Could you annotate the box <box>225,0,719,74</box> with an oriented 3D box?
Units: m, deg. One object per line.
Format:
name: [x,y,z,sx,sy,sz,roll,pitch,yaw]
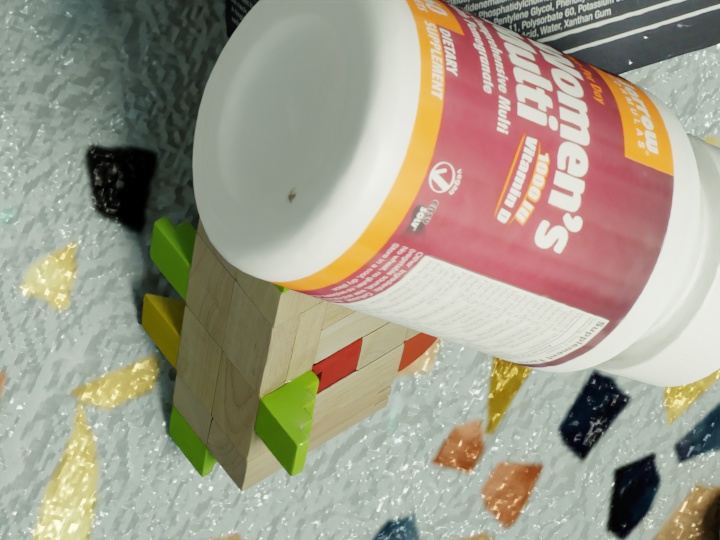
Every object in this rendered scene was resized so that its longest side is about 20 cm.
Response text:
box: [0.054,-0.180,1.059,0.199,0.123,0.200,-18,124,-24]

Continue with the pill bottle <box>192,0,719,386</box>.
pill bottle: [0.048,-0.027,0.990,0.199,0.110,0.110,18,103,-37]

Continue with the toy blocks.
toy blocks: [0.000,0.000,1.116,0.136,0.100,0.200,-30,156,-24]
